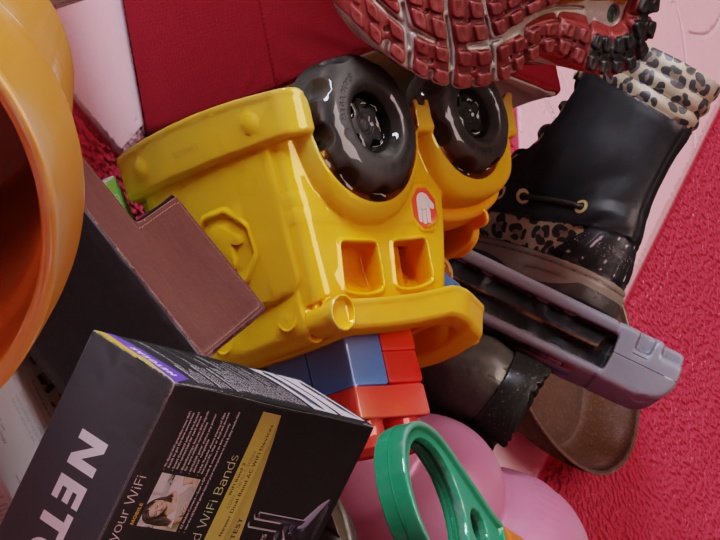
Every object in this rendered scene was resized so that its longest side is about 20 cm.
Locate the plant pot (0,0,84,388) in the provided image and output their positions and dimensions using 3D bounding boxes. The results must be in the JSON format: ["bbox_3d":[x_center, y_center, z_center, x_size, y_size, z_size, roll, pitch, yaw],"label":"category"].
[{"bbox_3d":[-0.196,-0.055,1.165,0.201,0.200,0.183,62,18,-16],"label":"plant pot"}]

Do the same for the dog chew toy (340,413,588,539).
[{"bbox_3d":[0.034,0.134,1.541,0.200,0.124,0.125,46,36,-26],"label":"dog chew toy"}]

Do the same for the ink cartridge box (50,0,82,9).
[{"bbox_3d":[-0.166,-0.203,1.332,0.200,0.083,0.146,71,3,-87],"label":"ink cartridge box"}]

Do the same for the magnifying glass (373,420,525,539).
[{"bbox_3d":[0.057,0.129,1.417,0.200,0.022,0.080,40,35,-58],"label":"magnifying glass"}]

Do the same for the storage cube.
[{"bbox_3d":[-0.015,-0.166,1.572,0.200,0.171,0.180,14,61,-58],"label":"storage cube"}]

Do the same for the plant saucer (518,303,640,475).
[{"bbox_3d":[0.115,0.036,1.830,0.200,0.037,0.201,39,42,-45],"label":"plant saucer"}]

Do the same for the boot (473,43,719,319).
[{"bbox_3d":[0.110,-0.067,1.669,0.073,0.203,0.154,28,91,-39],"label":"boot"}]

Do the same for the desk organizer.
[{"bbox_3d":[-0.139,-0.029,1.308,0.200,0.072,0.077,51,28,-1],"label":"desk organizer"}]

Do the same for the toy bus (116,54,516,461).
[{"bbox_3d":[0.000,0.000,1.445,0.200,0.135,0.193,-6,77,-51],"label":"toy bus"}]

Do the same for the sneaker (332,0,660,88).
[{"bbox_3d":[0.057,-0.131,1.440,0.200,0.082,0.078,3,99,-45],"label":"sneaker"}]

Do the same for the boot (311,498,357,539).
[{"bbox_3d":[0.021,0.173,1.398,0.200,0.072,0.182,-13,108,-52],"label":"boot"}]

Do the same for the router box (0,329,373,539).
[{"bbox_3d":[-0.094,0.134,1.246,0.157,0.052,0.200,18,100,-57],"label":"router box"}]

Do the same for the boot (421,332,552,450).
[{"bbox_3d":[0.032,0.046,1.618,0.130,0.068,0.200,32,-10,1],"label":"boot"}]

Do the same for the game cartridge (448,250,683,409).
[{"bbox_3d":[0.081,0.022,1.609,0.042,0.200,0.133,-64,176,-8],"label":"game cartridge"}]

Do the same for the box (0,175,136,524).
[{"bbox_3d":[-0.138,0.056,1.360,0.145,0.036,0.200,65,29,-11],"label":"box"}]
